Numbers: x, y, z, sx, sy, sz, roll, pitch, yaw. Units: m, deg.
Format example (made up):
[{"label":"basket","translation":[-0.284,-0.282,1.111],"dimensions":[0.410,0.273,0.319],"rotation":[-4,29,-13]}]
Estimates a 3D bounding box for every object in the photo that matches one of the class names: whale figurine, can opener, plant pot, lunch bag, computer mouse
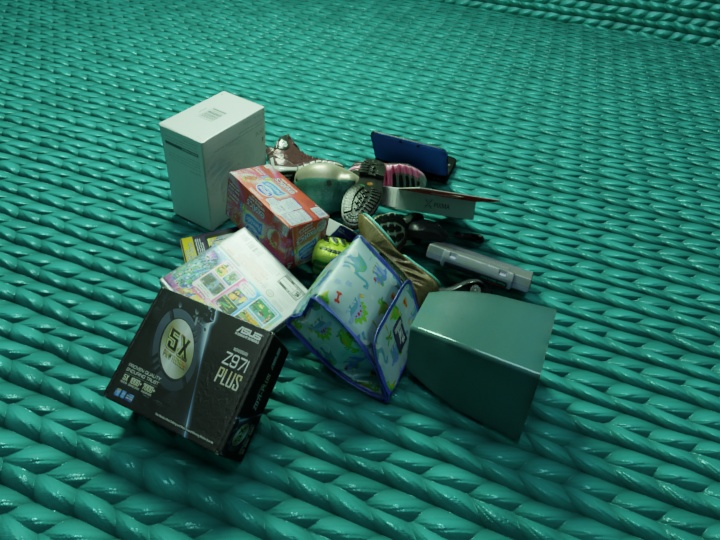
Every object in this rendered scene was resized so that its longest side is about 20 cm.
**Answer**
[{"label":"whale figurine","translation":[-0.052,-0.167,1.162],"dimensions":[0.193,0.109,0.157],"rotation":[6,-5,-29]},{"label":"can opener","translation":[0.148,0.055,0.957],"dimensions":[0.191,0.079,0.066],"rotation":[-7,79,-8]},{"label":"plant pot","translation":[0.175,0.124,0.809],"dimensions":[0.193,0.146,0.142],"rotation":[18,41,21]},{"label":"lunch bag","translation":[0.008,0.079,0.845],"dimensions":[0.201,0.126,0.171],"rotation":[47,45,-9]},{"label":"computer mouse","translation":[0.179,-0.080,1.079],"dimensions":[0.194,0.035,0.058],"rotation":[2,17,-34]}]

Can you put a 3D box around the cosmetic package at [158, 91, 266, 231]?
[{"label":"cosmetic package","translation":[-0.301,-0.234,1.126],"dimensions":[0.120,0.205,0.200],"rotation":[23,44,18]}]

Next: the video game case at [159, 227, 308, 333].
[{"label":"video game case","translation":[-0.203,0.035,0.878],"dimensions":[0.199,0.024,0.180],"rotation":[41,57,21]}]

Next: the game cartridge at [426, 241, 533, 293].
[{"label":"game cartridge","translation":[0.226,-0.008,1.001],"dimensions":[0.194,0.040,0.129],"rotation":[21,16,18]}]

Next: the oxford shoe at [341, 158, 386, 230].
[{"label":"oxford shoe","translation":[0.009,-0.132,1.046],"dimensions":[0.070,0.087,0.203],"rotation":[17,42,8]}]

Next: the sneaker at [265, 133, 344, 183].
[{"label":"sneaker","translation":[-0.131,-0.266,1.227],"dimensions":[0.194,0.076,0.119],"rotation":[-8,68,-37]}]

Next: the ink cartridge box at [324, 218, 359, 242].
[{"label":"ink cartridge box","translation":[-0.061,-0.079,1.032],"dimensions":[0.197,0.094,0.038],"rotation":[27,85,40]}]

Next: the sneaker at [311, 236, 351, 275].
[{"label":"sneaker","translation":[0.000,0.000,0.983],"dimensions":[0.193,0.085,0.076],"rotation":[19,44,-12]}]

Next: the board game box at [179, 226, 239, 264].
[{"label":"board game box","translation":[-0.233,0.005,0.970],"dimensions":[0.159,0.058,0.202],"rotation":[-14,44,-17]}]

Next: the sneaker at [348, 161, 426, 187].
[{"label":"sneaker","translation":[0.062,-0.229,1.262],"dimensions":[0.191,0.082,0.096],"rotation":[6,28,0]}]

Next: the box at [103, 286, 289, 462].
[{"label":"box","translation":[-0.223,0.142,0.740],"dimensions":[0.193,0.087,0.168],"rotation":[19,70,17]}]

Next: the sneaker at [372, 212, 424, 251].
[{"label":"sneaker","translation":[0.053,-0.078,1.066],"dimensions":[0.086,0.081,0.197],"rotation":[5,7,33]}]

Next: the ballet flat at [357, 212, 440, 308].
[{"label":"ballet flat","translation":[0.050,-0.011,0.921],"dimensions":[0.199,0.068,0.072],"rotation":[44,81,8]}]

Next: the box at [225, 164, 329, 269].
[{"label":"box","translation":[-0.158,-0.103,0.985],"dimensions":[0.098,0.098,0.199],"rotation":[-20,49,-41]}]

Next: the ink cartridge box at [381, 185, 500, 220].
[{"label":"ink cartridge box","translation":[0.155,-0.137,1.081],"dimensions":[0.192,0.047,0.175],"rotation":[5,8,-24]}]

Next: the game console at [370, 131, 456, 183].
[{"label":"game console","translation":[0.136,-0.303,1.310],"dimensions":[0.193,0.122,0.172],"rotation":[18,42,15]}]
